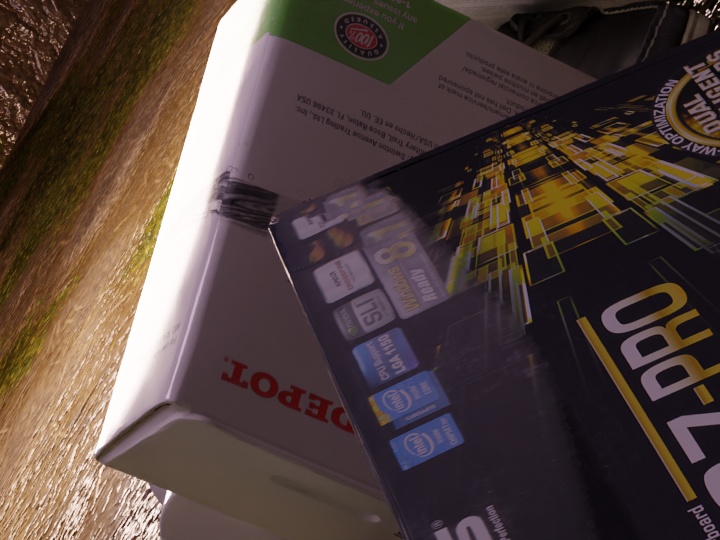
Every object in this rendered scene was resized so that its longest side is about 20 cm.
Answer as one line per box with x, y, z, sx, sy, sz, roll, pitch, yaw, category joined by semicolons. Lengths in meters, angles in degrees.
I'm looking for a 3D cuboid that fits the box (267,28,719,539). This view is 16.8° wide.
0.080;0.024;0.575;0.161;0.049;0.200;-24;37;-1;box

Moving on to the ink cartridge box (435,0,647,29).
0.070;-0.136;1.008;0.200;0.160;0.050;154;109;-69;ink cartridge box

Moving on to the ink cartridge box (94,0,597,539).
0.000;0.000;0.923;0.084;0.145;0.201;-35;35;57;ink cartridge box

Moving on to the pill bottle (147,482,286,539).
-0.034;0.049;1.071;0.111;0.111;0.200;-49;17;36;pill bottle

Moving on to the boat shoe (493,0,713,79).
0.078;-0.076;1.035;0.072;0.066;0.201;-63;14;-17;boat shoe
